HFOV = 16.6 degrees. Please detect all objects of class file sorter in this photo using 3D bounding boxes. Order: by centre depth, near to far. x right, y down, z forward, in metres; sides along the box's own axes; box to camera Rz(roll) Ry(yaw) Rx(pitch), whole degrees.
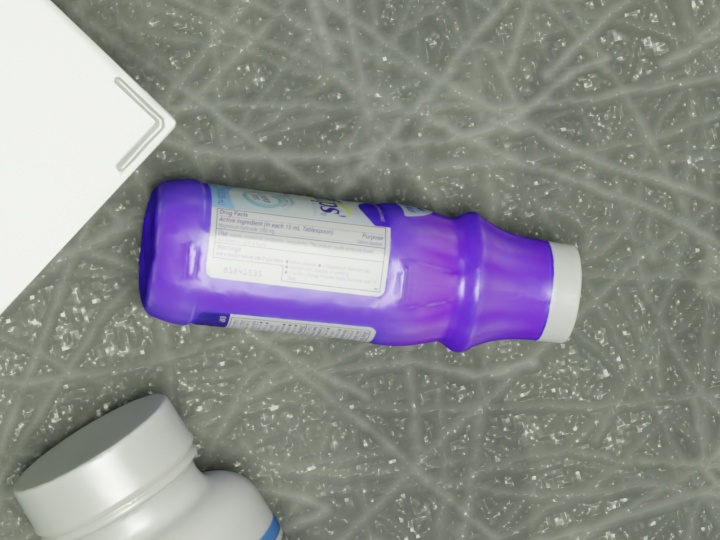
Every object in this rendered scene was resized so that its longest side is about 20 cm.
[{"bbox_3d":[-0.203,-0.085,1.070,0.200,0.125,0.139,44,88,-12],"label":"file sorter"}]

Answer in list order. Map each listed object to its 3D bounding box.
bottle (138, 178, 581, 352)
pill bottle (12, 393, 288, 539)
[{"bbox_3d":[0.000,0.000,1.133,0.199,0.084,0.066,6,96,-9],"label":"bottle"},{"bbox_3d":[-0.074,0.162,1.128,0.112,0.112,0.200,-32,100,-4],"label":"pill bottle"}]
